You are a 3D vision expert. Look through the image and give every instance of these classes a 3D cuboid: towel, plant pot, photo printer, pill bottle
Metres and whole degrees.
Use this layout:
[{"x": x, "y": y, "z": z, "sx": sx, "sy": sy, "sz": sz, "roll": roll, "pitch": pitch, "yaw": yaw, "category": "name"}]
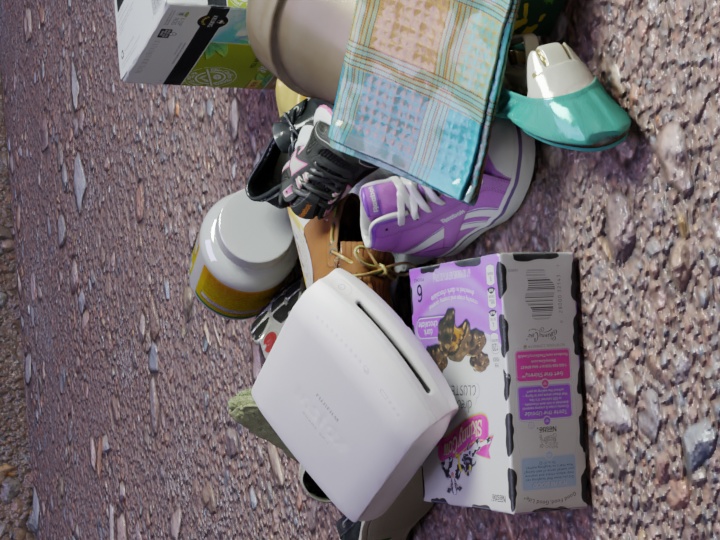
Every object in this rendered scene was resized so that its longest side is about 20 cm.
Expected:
[{"x": -0.049, "y": 0.160, "z": 1.594, "sx": 0.037, "sy": 0.148, "sz": 0.200, "roll": -59, "pitch": 13, "yaw": -22, "category": "towel"}, {"x": 0.027, "y": -0.203, "z": 1.346, "sx": 0.174, "sy": 0.198, "sz": 0.202, "roll": 48, "pitch": 136, "yaw": 34, "category": "plant pot"}, {"x": -0.005, "y": 0.103, "z": 1.311, "sx": 0.167, "sy": 0.069, "sz": 0.201, "roll": 50, "pitch": 146, "yaw": 14, "category": "photo printer"}, {"x": -0.127, "y": -0.022, "z": 1.737, "sx": 0.200, "sy": 0.111, "sz": 0.114, "roll": 124, "pitch": 140, "yaw": -70, "category": "pill bottle"}, {"x": 0.049, "y": -0.167, "z": 1.227, "sx": 0.146, "sy": 0.022, "sz": 0.202, "roll": 25, "pitch": 117, "yaw": 28, "category": "towel"}]

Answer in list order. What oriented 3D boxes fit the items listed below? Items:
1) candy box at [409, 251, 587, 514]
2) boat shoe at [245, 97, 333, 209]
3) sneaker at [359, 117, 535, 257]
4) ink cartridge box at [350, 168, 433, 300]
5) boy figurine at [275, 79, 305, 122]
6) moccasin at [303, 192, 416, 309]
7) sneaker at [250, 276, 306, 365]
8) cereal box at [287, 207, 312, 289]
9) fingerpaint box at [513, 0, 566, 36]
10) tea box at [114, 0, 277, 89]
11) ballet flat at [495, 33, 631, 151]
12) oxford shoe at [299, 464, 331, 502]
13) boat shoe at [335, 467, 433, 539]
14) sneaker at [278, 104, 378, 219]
[{"x": 0.110, "y": 0.092, "z": 1.280, "sx": 0.167, "sy": 0.071, "sz": 0.203, "roll": 169, "pitch": 98, "yaw": -66, "category": "candy box"}, {"x": -0.061, "y": -0.127, "z": 1.557, "sx": 0.199, "sy": 0.065, "sz": 0.075, "roll": -45, "pitch": 52, "yaw": 52, "category": "boat shoe"}, {"x": 0.064, "y": -0.067, "z": 1.325, "sx": 0.201, "sy": 0.113, "sz": 0.073, "roll": -51, "pitch": 45, "yaw": 50, "category": "sneaker"}, {"x": 0.025, "y": -0.096, "z": 1.506, "sx": 0.200, "sy": 0.040, "sz": 0.202, "roll": -124, "pitch": 38, "yaw": -52, "category": "ink cartridge box"}, {"x": -0.055, "y": -0.175, "z": 1.661, "sx": 0.124, "sy": 0.064, "sz": 0.203, "roll": -146, "pitch": 59, "yaw": -60, "category": "boy figurine"}, {"x": 0.001, "y": 0.001, "z": 1.416, "sx": 0.078, "sy": 0.073, "sz": 0.202, "roll": -48, "pitch": 26, "yaw": 22, "category": "moccasin"}, {"x": -0.064, "y": 0.083, "z": 1.686, "sx": 0.080, "sy": 0.083, "sz": 0.201, "roll": -39, "pitch": 29, "yaw": 16, "category": "sneaker"}, {"x": -0.014, "y": 0.037, "z": 1.554, "sx": 0.201, "sy": 0.039, "sz": 0.145, "roll": -122, "pitch": 16, "yaw": -48, "category": "cereal box"}, {"x": 0.116, "y": -0.316, "z": 1.240, "sx": 0.168, "sy": 0.072, "sz": 0.202, "roll": 115, "pitch": 145, "yaw": -47, "category": "fingerpaint box"}, {"x": -0.151, "y": -0.300, "z": 1.710, "sx": 0.200, "sy": 0.194, "sz": 0.135, "roll": 141, "pitch": 124, "yaw": -62, "category": "tea box"}, {"x": 0.137, "y": -0.143, "z": 1.200, "sx": 0.200, "sy": 0.067, "sz": 0.071, "roll": 35, "pitch": 144, "yaw": 63, "category": "ballet flat"}, {"x": 0.008, "y": 0.146, "z": 1.469, "sx": 0.201, "sy": 0.075, "sz": 0.058, "roll": -53, "pitch": 9, "yaw": 21, "category": "oxford shoe"}, {"x": 0.021, "y": 0.220, "z": 1.494, "sx": 0.201, "sy": 0.071, "sz": 0.068, "roll": 115, "pitch": 141, "yaw": -49, "category": "boat shoe"}, {"x": -0.029, "y": -0.086, "z": 1.415, "sx": 0.087, "sy": 0.080, "sz": 0.200, "roll": -62, "pitch": 5, "yaw": -8, "category": "sneaker"}]
